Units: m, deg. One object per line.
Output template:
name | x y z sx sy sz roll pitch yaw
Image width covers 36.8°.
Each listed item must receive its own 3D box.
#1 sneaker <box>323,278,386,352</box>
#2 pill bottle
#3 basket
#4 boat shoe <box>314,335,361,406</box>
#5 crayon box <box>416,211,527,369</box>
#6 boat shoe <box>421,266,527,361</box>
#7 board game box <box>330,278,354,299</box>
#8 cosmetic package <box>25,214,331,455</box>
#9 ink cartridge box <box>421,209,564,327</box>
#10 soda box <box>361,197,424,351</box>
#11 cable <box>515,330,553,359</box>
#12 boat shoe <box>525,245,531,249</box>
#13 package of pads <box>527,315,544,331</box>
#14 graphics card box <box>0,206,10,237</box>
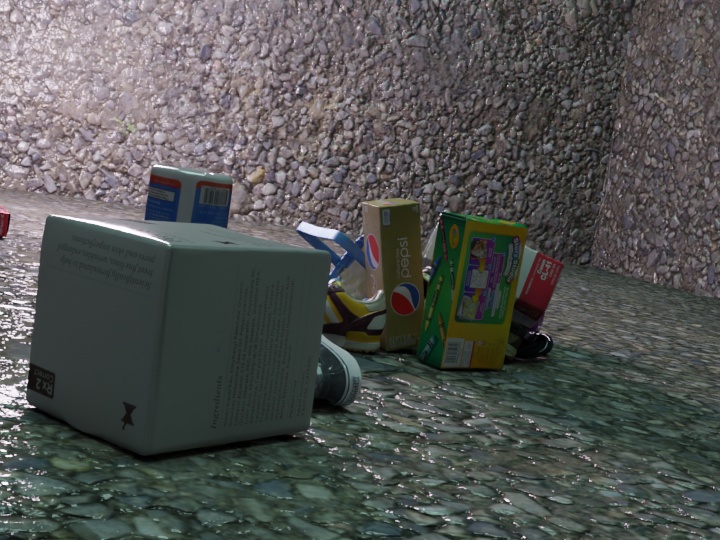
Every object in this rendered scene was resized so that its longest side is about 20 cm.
sneaker | -0.062 0.051 1.457 0.196 0.092 0.075 8 6 -13
pill bottle | -0.234 -0.032 1.428 0.110 0.204 0.112 10 6 -1
basket | 0.000 0.000 1.671 0.200 0.140 0.176 46 -10 -22
boat shoe | -0.079 0.093 1.158 0.067 0.073 0.199 7 13 -36
crayon box | 0.151 0.030 1.464 0.117 0.204 0.058 5 8 -38
boat shoe | 0.161 0.051 1.559 0.200 0.066 0.072 40 -10 -21
board game box | -0.107 0.025 1.591 0.198 0.046 0.152 15 -18 40
cosmetic package | -0.154 0.049 0.938 0.163 0.168 0.198 12 6 37
ink cartridge box | 0.194 0.000 1.638 0.197 0.087 0.148 26 -9 5
soda box | 0.047 0.005 1.511 0.063 0.204 0.068 -7 11 -21
cable | 0.226 0.096 1.705 0.160 0.052 0.200 11 5 17
boat shoe | 0.226 -0.007 1.910 0.198 0.070 0.073 -5 -34 47
package of pads | 0.213 0.050 1.855 0.197 0.077 0.121 12 -20 23
graphics card box | -0.766 -0.104 2.029 0.197 0.052 0.125 8 6 -27
